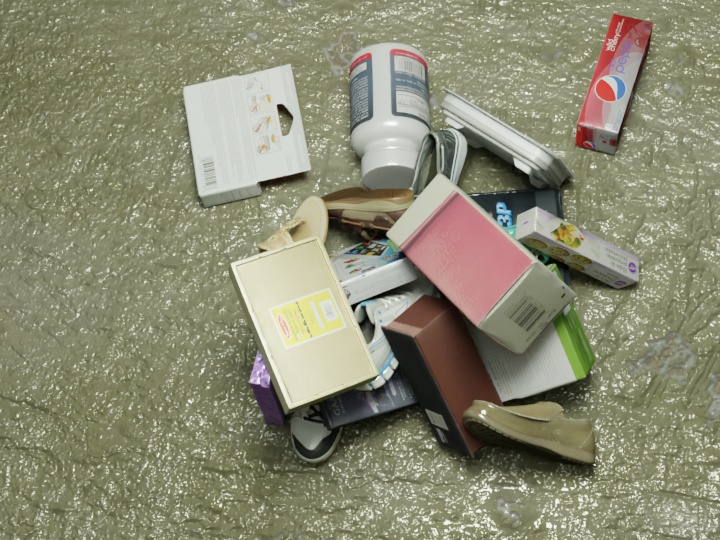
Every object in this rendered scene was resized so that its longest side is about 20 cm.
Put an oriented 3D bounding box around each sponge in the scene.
[{"bbox_3d":[-0.112,0.128,1.553,0.030,0.200,0.112,9,68,6],"label":"sponge"}]

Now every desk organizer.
[{"bbox_3d":[0.113,0.135,1.521,0.077,0.200,0.072,-38,27,-24],"label":"desk organizer"}]

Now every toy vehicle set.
[{"bbox_3d":[-0.072,0.064,1.463,0.124,0.027,0.200,-18,74,-19],"label":"toy vehicle set"}]

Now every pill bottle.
[{"bbox_3d":[0.043,-0.222,1.731,0.119,0.120,0.200,-3,66,6],"label":"pill bottle"}]

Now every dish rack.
[{"bbox_3d":[0.203,-0.180,1.676,0.200,0.172,0.044,35,95,20],"label":"dish rack"}]

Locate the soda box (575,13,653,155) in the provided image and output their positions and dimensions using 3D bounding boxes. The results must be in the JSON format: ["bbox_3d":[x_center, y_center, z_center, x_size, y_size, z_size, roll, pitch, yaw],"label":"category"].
[{"bbox_3d":[0.376,-0.277,1.741,0.063,0.070,0.200,15,69,14],"label":"soda box"}]

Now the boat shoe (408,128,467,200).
[{"bbox_3d":[0.092,-0.104,1.658,0.072,0.071,0.200,19,104,47],"label":"boat shoe"}]

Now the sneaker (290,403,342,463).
[{"bbox_3d":[-0.055,0.158,1.595,0.076,0.088,0.200,8,69,9],"label":"sneaker"}]

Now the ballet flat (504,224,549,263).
[{"bbox_3d":[0.165,-0.019,1.603,0.200,0.067,0.070,-10,59,2],"label":"ballet flat"}]

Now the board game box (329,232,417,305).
[{"bbox_3d":[0.000,0.000,1.608,0.126,0.200,0.035,-21,103,-2],"label":"board game box"}]

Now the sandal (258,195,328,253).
[{"bbox_3d":[-0.115,-0.012,1.645,0.078,0.070,0.212,24,93,44],"label":"sandal"}]

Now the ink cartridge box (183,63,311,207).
[{"bbox_3d":[-0.173,-0.208,1.794,0.173,0.044,0.200,-12,65,1],"label":"ink cartridge box"}]

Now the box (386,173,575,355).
[{"bbox_3d":[0.149,-0.008,1.473,0.109,0.128,0.200,-49,51,7],"label":"box"}]

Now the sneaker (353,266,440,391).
[{"bbox_3d":[0.036,0.058,1.540,0.075,0.087,0.200,3,48,40],"label":"sneaker"}]

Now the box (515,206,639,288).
[{"bbox_3d":[0.296,-0.029,1.592,0.200,0.041,0.039,23,61,-30],"label":"box"}]

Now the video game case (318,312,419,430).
[{"bbox_3d":[0.023,0.121,1.579,0.200,0.019,0.143,-14,76,-26],"label":"video game case"}]

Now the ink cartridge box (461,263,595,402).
[{"bbox_3d":[0.189,0.096,1.572,0.200,0.076,0.148,-21,95,25],"label":"ink cartridge box"}]

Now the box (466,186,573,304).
[{"bbox_3d":[0.212,-0.016,1.660,0.159,0.046,0.200,-4,67,6],"label":"box"}]

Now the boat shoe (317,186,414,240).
[{"bbox_3d":[0.002,-0.076,1.676,0.200,0.072,0.072,2,21,44],"label":"boat shoe"}]

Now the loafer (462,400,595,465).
[{"bbox_3d":[0.219,0.199,1.514,0.200,0.076,0.068,22,71,-26],"label":"loafer"}]
